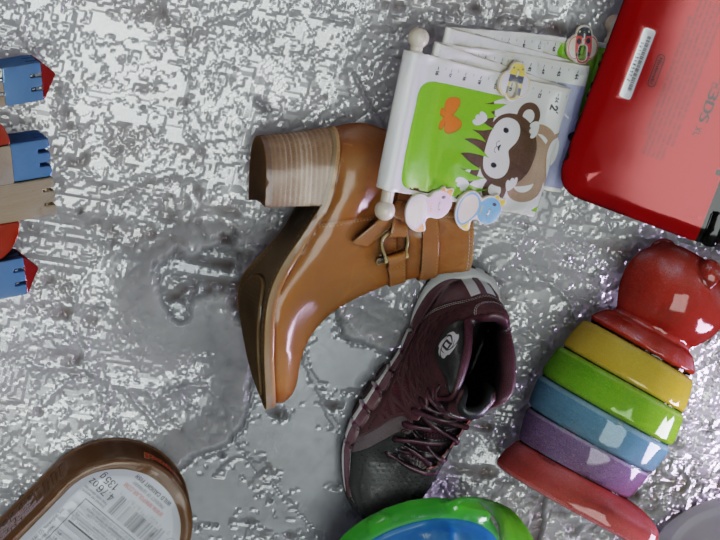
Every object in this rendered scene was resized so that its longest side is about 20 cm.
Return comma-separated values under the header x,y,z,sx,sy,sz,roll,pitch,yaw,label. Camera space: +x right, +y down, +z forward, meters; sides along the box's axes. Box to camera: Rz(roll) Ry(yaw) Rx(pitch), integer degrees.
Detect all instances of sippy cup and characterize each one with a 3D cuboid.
x,y,z,sx,sy,sz,roll,pitch,yaw,label
0.052,0.252,1.501,0.139,0.131,0.178,-9,134,-12,sippy cup

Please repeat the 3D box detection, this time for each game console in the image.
x,y,z,sx,sy,sz,roll,pitch,yaw,label
0.248,-0.127,1.485,0.172,0.119,0.201,20,102,2,game console

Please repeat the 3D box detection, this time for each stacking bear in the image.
x,y,z,sx,sy,sz,roll,pitch,yaw,label
0.190,0.075,1.515,0.113,0.121,0.201,28,90,-28,stacking bear

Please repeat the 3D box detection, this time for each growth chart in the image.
x,y,z,sx,sy,sz,roll,pitch,yaw,label
0.094,-0.098,1.437,0.199,0.018,0.145,-6,106,-36,growth chart

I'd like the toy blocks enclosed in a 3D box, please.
x,y,z,sx,sy,sz,roll,pitch,yaw,label
-0.258,-0.056,1.371,0.136,0.100,0.201,-11,110,-22,toy blocks

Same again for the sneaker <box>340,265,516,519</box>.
x,y,z,sx,sy,sz,roll,pitch,yaw,label
0.049,0.100,1.478,0.075,0.116,0.201,16,103,-18,sneaker

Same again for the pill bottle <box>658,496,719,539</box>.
x,y,z,sx,sy,sz,roll,pitch,yaw,label
0.298,0.275,1.603,0.110,0.111,0.201,-27,113,-4,pill bottle

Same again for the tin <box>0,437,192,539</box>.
x,y,z,sx,sy,sz,roll,pitch,yaw,label
-0.204,0.205,1.495,0.200,0.042,0.112,-45,108,4,tin

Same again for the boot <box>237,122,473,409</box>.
x,y,z,sx,sy,sz,roll,pitch,yaw,label
0.000,0.000,1.458,0.154,0.074,0.201,0,111,-18,boot
